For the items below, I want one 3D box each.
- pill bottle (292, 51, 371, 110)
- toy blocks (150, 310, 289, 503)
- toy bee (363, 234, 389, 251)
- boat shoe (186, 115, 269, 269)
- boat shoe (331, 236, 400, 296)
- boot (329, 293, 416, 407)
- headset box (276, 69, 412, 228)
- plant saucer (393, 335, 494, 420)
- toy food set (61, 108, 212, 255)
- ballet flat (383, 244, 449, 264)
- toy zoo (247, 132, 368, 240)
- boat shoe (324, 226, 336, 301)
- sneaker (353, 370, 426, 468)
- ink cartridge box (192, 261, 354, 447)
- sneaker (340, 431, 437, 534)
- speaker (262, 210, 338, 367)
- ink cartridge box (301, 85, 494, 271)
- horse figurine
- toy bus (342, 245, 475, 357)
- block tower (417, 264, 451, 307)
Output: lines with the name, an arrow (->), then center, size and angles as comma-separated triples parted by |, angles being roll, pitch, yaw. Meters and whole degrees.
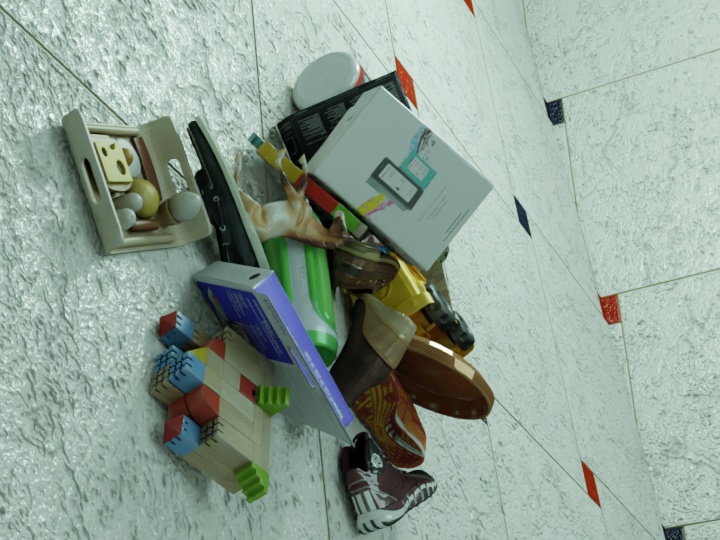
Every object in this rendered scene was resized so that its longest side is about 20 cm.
pill bottle -> -0.009, -0.228, 2.049 | 0.200, 0.115, 0.117 | 51, 26, -42
toy blocks -> -0.154, 0.125, 1.360 | 0.137, 0.099, 0.201 | 41, 30, -31
toy bee -> 0.067, -0.058, 2.090 | 0.132, 0.108, 0.200 | 65, 18, -8
boat shoe -> -0.168, -0.077, 1.536 | 0.075, 0.065, 0.201 | -120, -173, -62
boat shoe -> 0.000, 0.000, 1.751 | 0.068, 0.071, 0.200 | -68, 165, -1
boot -> -0.017, 0.113, 1.655 | 0.072, 0.167, 0.200 | 44, -7, -12
headset box -> 0.003, -0.153, 1.890 | 0.202, 0.173, 0.093 | 66, -14, -4
plant saucer -> 0.089, 0.138, 1.800 | 0.201, 0.198, 0.033 | 49, 59, -43
toy food set -> -0.229, -0.098, 1.407 | 0.145, 0.060, 0.200 | 70, 19, 3
ballet flat -> 0.041, -0.065, 1.969 | 0.199, 0.075, 0.074 | 36, 3, 30
toy zoo -> -0.071, -0.110, 1.755 | 0.199, 0.021, 0.131 | 40, -1, 1
boat shoe -> -0.066, 0.019, 1.761 | 0.062, 0.073, 0.202 | 16, 46, -10
sneaker -> 0.036, 0.185, 1.829 | 0.078, 0.072, 0.201 | -87, 160, -51
ink cartridge box -> -0.084, 0.086, 1.457 | 0.199, 0.043, 0.200 | 13, -44, 60
sneaker -> 0.034, 0.257, 1.731 | 0.117, 0.075, 0.200 | 66, 20, 2
speaker -> -0.076, 0.023, 1.659 | 0.088, 0.088, 0.202 | 44, 31, -50
ink cartridge box -> 0.045, -0.122, 1.770 | 0.199, 0.147, 0.147 | 40, -2, -9
horse figurine -> -0.115, -0.079, 1.626 | 0.198, 0.050, 0.134 | -6, 74, -30
toy bus -> 0.057, 0.052, 1.953 | 0.200, 0.135, 0.193 | 42, 16, -55
block tower -> 0.103, 0.038, 2.065 | 0.054, 0.057, 0.202 | 38, -30, 54
